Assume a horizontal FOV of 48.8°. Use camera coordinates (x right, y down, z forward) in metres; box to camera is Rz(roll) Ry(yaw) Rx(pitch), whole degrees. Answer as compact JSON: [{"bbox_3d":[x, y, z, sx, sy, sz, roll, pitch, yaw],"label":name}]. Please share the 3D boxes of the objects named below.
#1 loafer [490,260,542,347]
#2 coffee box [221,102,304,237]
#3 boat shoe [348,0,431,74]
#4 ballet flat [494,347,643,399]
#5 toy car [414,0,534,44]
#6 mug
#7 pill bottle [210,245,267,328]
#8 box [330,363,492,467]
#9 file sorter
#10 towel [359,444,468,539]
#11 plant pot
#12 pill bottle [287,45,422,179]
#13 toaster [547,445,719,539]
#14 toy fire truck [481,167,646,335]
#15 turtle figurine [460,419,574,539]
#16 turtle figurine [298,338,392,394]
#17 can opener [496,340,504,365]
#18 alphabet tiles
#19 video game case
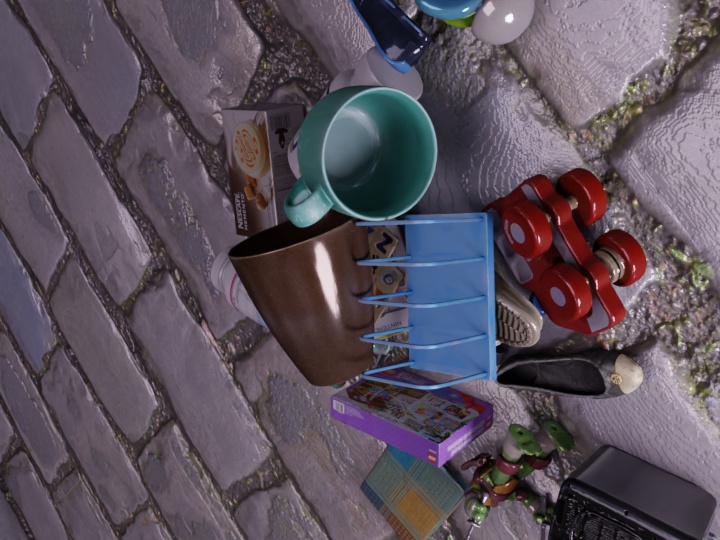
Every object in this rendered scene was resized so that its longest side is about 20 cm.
[{"bbox_3d":[0.164,0.024,1.026,0.199,0.068,0.077,38,146,38],"label":"loafer"},{"bbox_3d":[-0.145,-0.156,1.252,0.113,0.079,0.204,13,115,43],"label":"coffee box"},{"bbox_3d":[0.034,-0.341,1.017,0.068,0.084,0.202,-37,70,22],"label":"boat shoe"},{"bbox_3d":[0.261,0.137,1.004,0.198,0.056,0.068,-9,101,44],"label":"ballet flat"},{"bbox_3d":[0.128,-0.357,0.873,0.176,0.149,0.200,52,133,14],"label":"toy car"},{"bbox_3d":[-0.014,-0.140,0.945,0.114,0.182,0.155,25,120,61],"label":"mug"},{"bbox_3d":[-0.153,0.033,1.314,0.198,0.108,0.110,27,123,33],"label":"pill bottle"},{"bbox_3d":[0.073,0.204,1.149,0.198,0.136,0.040,17,117,38],"label":"box"},{"bbox_3d":[0.074,0.034,0.970,0.138,0.121,0.204,2,96,48],"label":"file sorter"},{"bbox_3d":[0.083,0.350,1.278,0.147,0.022,0.201,47,133,21],"label":"towel"},{"bbox_3d":[-0.055,0.041,1.046,0.185,0.186,0.203,-5,108,43],"label":"plant pot"},{"bbox_3d":[-0.006,-0.200,1.080,0.121,0.119,0.200,55,134,11],"label":"pill bottle"},{"bbox_3d":[0.324,0.340,0.979,0.198,0.118,0.184,21,118,35],"label":"toaster"},{"bbox_3d":[0.232,-0.015,0.954,0.202,0.111,0.168,60,160,6],"label":"toy fire truck"},{"bbox_3d":[0.211,0.308,1.060,0.142,0.201,0.196,21,122,-5],"label":"turtle figurine"},{"bbox_3d":[-0.025,0.104,1.220,0.147,0.101,0.204,7,96,15],"label":"turtle figurine"},{"bbox_3d":[0.115,0.079,1.121,0.198,0.053,0.068,21,119,37],"label":"can opener"},{"bbox_3d":[-0.028,0.008,1.119,0.166,0.006,0.202,40,116,22],"label":"alphabet tiles"},{"bbox_3d":[0.000,0.000,1.117,0.179,0.025,0.203,-20,86,34],"label":"video game case"}]
